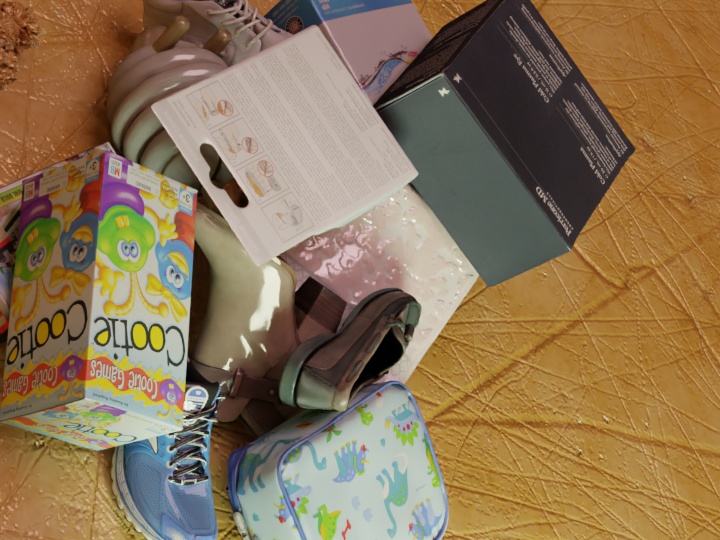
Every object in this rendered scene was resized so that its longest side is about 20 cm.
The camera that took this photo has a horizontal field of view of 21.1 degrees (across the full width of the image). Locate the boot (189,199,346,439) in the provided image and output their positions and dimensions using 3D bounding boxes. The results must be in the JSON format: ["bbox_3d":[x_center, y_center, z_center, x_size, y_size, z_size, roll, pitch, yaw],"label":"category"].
[{"bbox_3d":[-0.107,0.048,1.603,0.200,0.146,0.070,36,0,-26],"label":"boot"}]

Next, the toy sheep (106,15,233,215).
[{"bbox_3d":[-0.155,-0.133,1.689,0.138,0.138,0.200,9,47,-40],"label":"toy sheep"}]

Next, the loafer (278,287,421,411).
[{"bbox_3d":[0.006,0.074,1.621,0.063,0.072,0.200,20,28,24],"label":"loafer"}]

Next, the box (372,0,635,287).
[{"bbox_3d":[0.130,-0.124,1.756,0.200,0.104,0.182,53,41,-13],"label":"box"}]

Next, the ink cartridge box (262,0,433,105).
[{"bbox_3d":[-0.007,-0.161,1.842,0.146,0.147,0.200,-20,77,-50],"label":"ink cartridge box"}]

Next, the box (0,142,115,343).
[{"bbox_3d":[-0.252,-0.027,1.594,0.110,0.035,0.200,56,40,2],"label":"box"}]

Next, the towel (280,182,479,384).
[{"bbox_3d":[0.000,0.000,1.711,0.200,0.032,0.191,41,71,-25],"label":"towel"}]

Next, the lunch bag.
[{"bbox_3d":[-0.016,0.194,1.610,0.200,0.082,0.161,-31,104,-49],"label":"lunch bag"}]

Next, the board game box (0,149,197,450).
[{"bbox_3d":[-0.202,0.025,1.504,0.105,0.103,0.201,23,61,-44],"label":"board game box"}]

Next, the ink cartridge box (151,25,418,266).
[{"bbox_3d":[-0.068,-0.101,1.616,0.200,0.057,0.163,-32,86,-34],"label":"ink cartridge box"}]

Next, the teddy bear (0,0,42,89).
[{"bbox_3d":[-0.345,-0.201,1.604,0.200,0.067,0.145,-18,73,-50],"label":"teddy bear"}]

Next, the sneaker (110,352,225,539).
[{"bbox_3d":[-0.153,0.129,1.536,0.078,0.089,0.200,2,61,-42],"label":"sneaker"}]

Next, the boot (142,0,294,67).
[{"bbox_3d":[-0.111,-0.214,1.735,0.096,0.199,0.074,80,30,-41],"label":"boot"}]
